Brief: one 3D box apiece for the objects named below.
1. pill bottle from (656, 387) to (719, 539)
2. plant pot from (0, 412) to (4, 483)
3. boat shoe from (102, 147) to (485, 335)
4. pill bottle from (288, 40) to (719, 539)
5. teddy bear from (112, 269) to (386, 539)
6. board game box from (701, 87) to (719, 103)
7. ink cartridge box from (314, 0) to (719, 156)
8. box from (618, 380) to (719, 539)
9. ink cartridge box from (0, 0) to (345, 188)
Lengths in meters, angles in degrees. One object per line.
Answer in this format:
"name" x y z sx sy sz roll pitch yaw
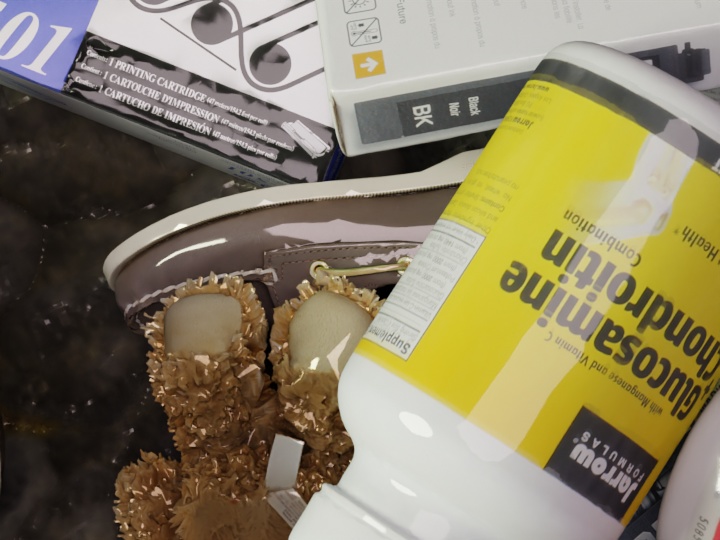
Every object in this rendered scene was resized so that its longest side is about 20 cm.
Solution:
"pill bottle" 0.210 0.108 0.922 0.200 0.112 0.112 34 86 28
"plant pot" -0.216 0.069 0.985 0.200 0.198 0.201 0 87 1
"boat shoe" 0.000 0.000 1.043 0.200 0.072 0.060 -11 71 3
"pill bottle" 0.062 0.030 0.929 0.112 0.112 0.200 32 87 5
"teddy bear" -0.027 0.096 1.020 0.145 0.067 0.200 -18 94 15
"board game box" 0.186 -0.136 1.011 0.040 0.153 0.200 20 91 -33
"ink cartridge box" 0.076 -0.147 1.031 0.200 0.043 0.198 -10 54 4
"box" 0.147 0.072 1.041 0.200 0.051 0.158 -38 84 -8
"ink cartridge box" -0.090 -0.105 1.077 0.200 0.044 0.094 22 84 4
